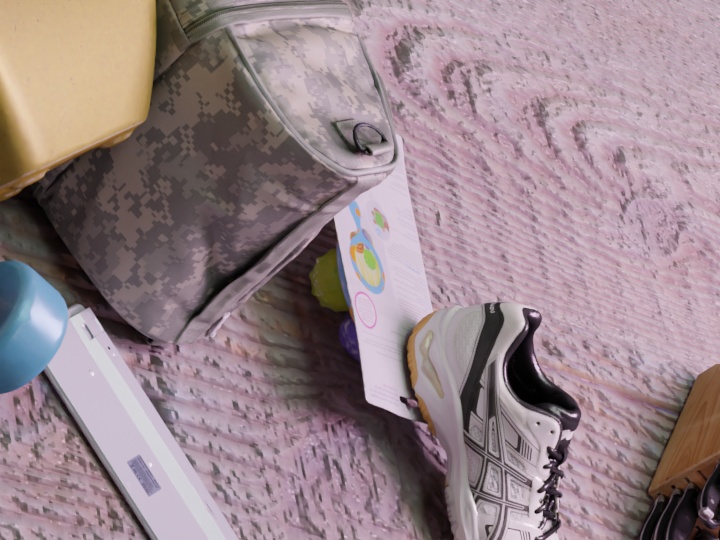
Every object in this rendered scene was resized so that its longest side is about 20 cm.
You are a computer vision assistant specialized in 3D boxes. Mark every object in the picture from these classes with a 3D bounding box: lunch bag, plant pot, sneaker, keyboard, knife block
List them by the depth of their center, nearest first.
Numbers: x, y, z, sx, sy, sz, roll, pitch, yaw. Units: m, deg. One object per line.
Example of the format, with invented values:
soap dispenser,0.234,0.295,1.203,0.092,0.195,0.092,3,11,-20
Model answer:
plant pot,-0.219,-0.131,1.450,0.195,0.194,0.200,-33,98,-57
keyboard,-0.115,0.109,1.531,0.200,0.011,0.056,57,38,2
lunch bag,-0.084,-0.072,1.556,0.139,0.200,0.168,-5,63,-50
sneaker,0.096,0.115,1.693,0.076,0.087,0.201,-35,108,-63
knife block,0.236,0.147,1.909,0.064,0.176,0.200,50,-11,-11

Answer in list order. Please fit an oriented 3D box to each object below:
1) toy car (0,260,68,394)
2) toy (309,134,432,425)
toy car,-0.273,0.040,1.296,0.184,0.177,0.200,46,60,-38
toy,0.000,0.000,1.725,0.115,0.047,0.201,23,55,-57
